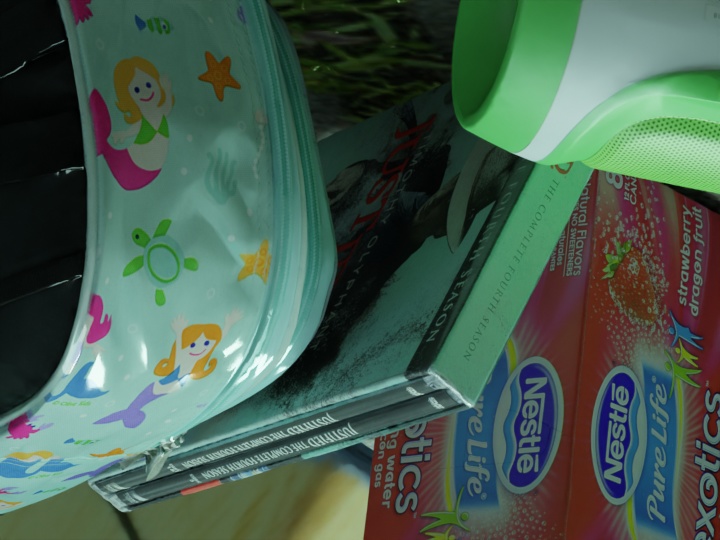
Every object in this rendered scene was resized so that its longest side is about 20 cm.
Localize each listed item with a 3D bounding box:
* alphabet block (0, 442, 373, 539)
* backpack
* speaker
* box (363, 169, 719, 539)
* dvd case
[{"bbox_3d":[-0.069,0.149,1.251,0.195,0.200,0.196,30,178,40],"label":"alphabet block"},{"bbox_3d":[-0.095,-0.025,0.887,0.150,0.178,0.200,-2,162,-33],"label":"backpack"},{"bbox_3d":[0.131,-0.057,0.858,0.199,0.089,0.088,11,161,-13],"label":"speaker"},{"bbox_3d":[0.069,0.070,1.067,0.095,0.201,0.100,-9,156,42],"label":"box"},{"bbox_3d":[0.000,0.000,0.962,0.022,0.146,0.200,41,148,-21],"label":"dvd case"}]
